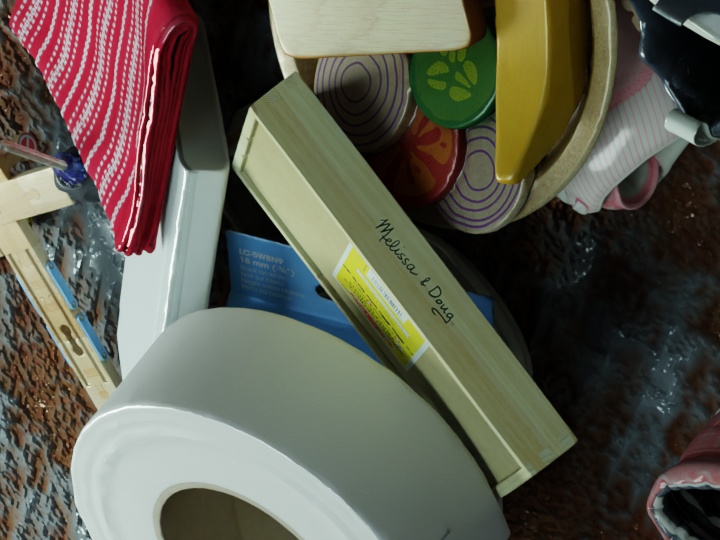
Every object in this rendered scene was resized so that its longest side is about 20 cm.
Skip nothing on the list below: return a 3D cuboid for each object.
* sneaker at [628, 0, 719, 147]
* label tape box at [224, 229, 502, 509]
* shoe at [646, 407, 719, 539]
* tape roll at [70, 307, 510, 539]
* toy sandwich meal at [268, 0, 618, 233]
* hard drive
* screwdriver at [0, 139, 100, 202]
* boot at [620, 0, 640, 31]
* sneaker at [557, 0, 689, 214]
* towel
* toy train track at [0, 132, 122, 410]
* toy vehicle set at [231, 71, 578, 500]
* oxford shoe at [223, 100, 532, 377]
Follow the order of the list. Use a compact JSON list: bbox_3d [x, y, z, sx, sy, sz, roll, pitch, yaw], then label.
[{"bbox_3d":[0.159,-0.133,1.107,0.079,0.129,0.200,34,122,28],"label":"sneaker"},{"bbox_3d":[-0.007,0.087,1.428,0.143,0.063,0.201,14,138,19],"label":"label tape box"},{"bbox_3d":[0.227,0.122,1.285,0.199,0.091,0.072,25,129,26],"label":"shoe"},{"bbox_3d":[-0.033,0.115,1.354,0.201,0.071,0.203,24,141,20],"label":"tape roll"},{"bbox_3d":[0.020,-0.110,1.235,0.204,0.070,0.207,14,113,35],"label":"toy sandwich meal"},{"bbox_3d":[-0.095,-0.009,1.456,0.026,0.132,0.201,1,128,-12],"label":"hard drive"},{"bbox_3d":[-0.149,-0.057,1.439,0.028,0.200,0.029,27,86,9],"label":"screwdriver"},{"bbox_3d":[0.152,-0.162,1.195,0.107,0.075,0.201,-12,106,37],"label":"boot"},{"bbox_3d":[0.071,-0.060,1.314,0.200,0.075,0.105,-26,92,41],"label":"sneaker"},{"bbox_3d":[-0.127,-0.120,1.406,0.200,0.022,0.145,-119,34,-43],"label":"towel"},{"bbox_3d":[-0.168,-0.006,1.575,0.114,0.033,0.201,-13,113,41],"label":"toy train track"},{"bbox_3d":[0.016,0.012,1.299,0.200,0.026,0.124,53,169,3],"label":"toy vehicle set"},{"bbox_3d":[0.000,0.000,1.422,0.200,0.058,0.075,44,132,7],"label":"oxford shoe"}]
